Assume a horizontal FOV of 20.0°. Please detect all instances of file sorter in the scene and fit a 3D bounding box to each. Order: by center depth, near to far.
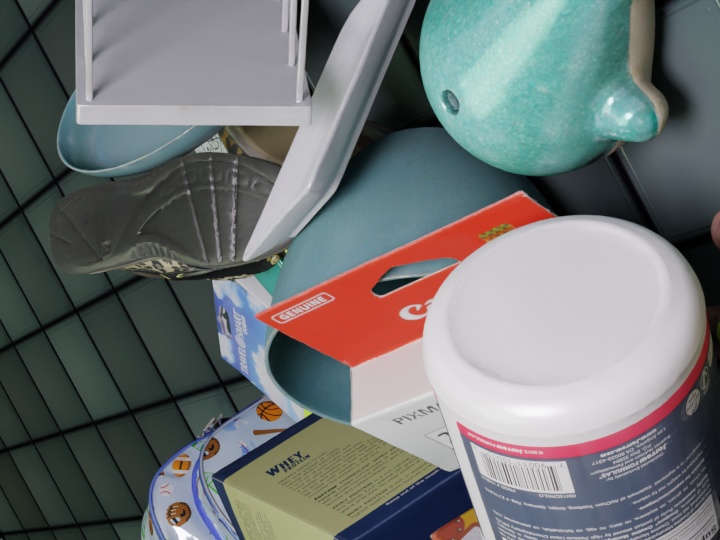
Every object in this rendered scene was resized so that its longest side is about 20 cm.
[{"bbox_3d":[-0.104,-0.189,1.238,0.201,0.137,0.125,-102,14,-56],"label":"file sorter"}]

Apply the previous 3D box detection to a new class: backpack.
[{"bbox_3d":[-0.081,0.204,1.681,0.200,0.190,0.154,48,158,21],"label":"backpack"}]

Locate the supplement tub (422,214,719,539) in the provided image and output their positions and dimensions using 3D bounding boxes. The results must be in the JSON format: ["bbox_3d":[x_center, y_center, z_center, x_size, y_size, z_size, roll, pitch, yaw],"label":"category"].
[{"bbox_3d":[0.118,0.085,1.036,0.140,0.140,0.201,37,156,43],"label":"supplement tub"}]

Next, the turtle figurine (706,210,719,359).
[{"bbox_3d":[0.213,0.019,0.967,0.161,0.064,0.202,-179,83,-73],"label":"turtle figurine"}]

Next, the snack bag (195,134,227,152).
[{"bbox_3d":[-0.092,-0.111,1.559,0.189,0.021,0.200,59,157,5],"label":"snack bag"}]

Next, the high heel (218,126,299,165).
[{"bbox_3d":[-0.037,-0.032,1.457,0.199,0.071,0.143,33,140,28],"label":"high heel"}]

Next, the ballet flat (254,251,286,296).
[{"bbox_3d":[-0.023,0.029,1.497,0.067,0.067,0.201,-32,89,50],"label":"ballet flat"}]

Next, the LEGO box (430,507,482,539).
[{"bbox_3d":[0.140,0.227,1.185,0.200,0.077,0.150,23,137,58],"label":"LEGO box"}]

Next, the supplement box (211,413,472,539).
[{"bbox_3d":[0.043,0.166,1.372,0.199,0.199,0.135,13,129,59],"label":"supplement box"}]

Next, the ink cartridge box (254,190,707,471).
[{"bbox_3d":[0.069,0.040,1.136,0.199,0.173,0.044,-25,53,35],"label":"ink cartridge box"}]

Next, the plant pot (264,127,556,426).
[{"bbox_3d":[0.041,-0.005,1.232,0.201,0.198,0.136,104,167,-58],"label":"plant pot"}]

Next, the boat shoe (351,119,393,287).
[{"bbox_3d":[0.000,0.000,1.354,0.075,0.072,0.201,1,122,25],"label":"boat shoe"}]

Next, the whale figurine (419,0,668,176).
[{"bbox_3d":[0.094,-0.125,1.049,0.160,0.103,0.200,56,157,12],"label":"whale figurine"}]

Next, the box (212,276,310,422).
[{"bbox_3d":[-0.034,0.078,1.603,0.200,0.048,0.123,39,150,30],"label":"box"}]

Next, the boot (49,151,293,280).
[{"bbox_3d":[-0.087,-0.032,1.361,0.202,0.153,0.074,-7,84,32],"label":"boot"}]

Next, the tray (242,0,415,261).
[{"bbox_3d":[-0.010,-0.100,1.207,0.022,0.201,0.107,28,148,-10],"label":"tray"}]

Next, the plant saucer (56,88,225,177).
[{"bbox_3d":[-0.121,-0.133,1.387,0.027,0.200,0.200,50,165,-31],"label":"plant saucer"}]
